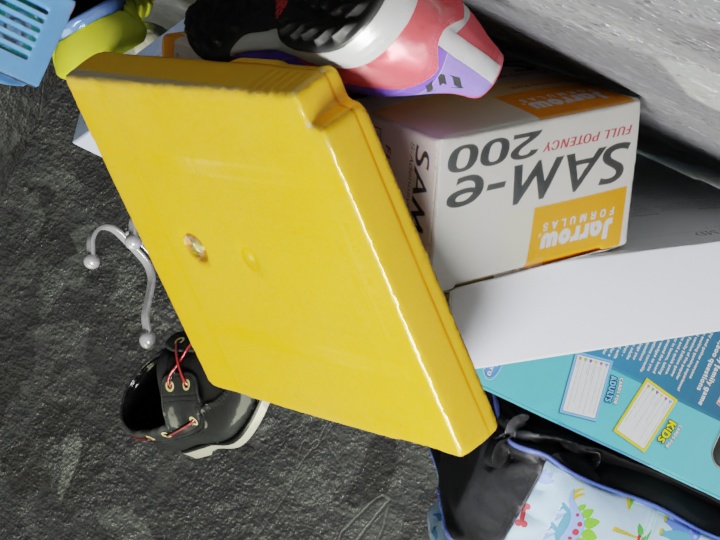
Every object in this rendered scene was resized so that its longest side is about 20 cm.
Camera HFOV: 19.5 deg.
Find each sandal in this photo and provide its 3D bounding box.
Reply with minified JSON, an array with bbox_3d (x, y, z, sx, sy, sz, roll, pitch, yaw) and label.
[{"bbox_3d":[-0.183,-0.187,1.363,0.087,0.079,0.200,64,176,-16],"label":"sandal"}]

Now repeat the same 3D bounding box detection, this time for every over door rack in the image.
[{"bbox_3d":[-0.078,0.029,1.390,0.200,0.067,0.147,37,153,-21],"label":"over door rack"}]

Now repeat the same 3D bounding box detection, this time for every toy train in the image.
[{"bbox_3d":[-0.245,-0.185,1.247,0.199,0.115,0.087,24,179,42],"label":"toy train"}]

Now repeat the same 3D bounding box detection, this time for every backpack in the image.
[{"bbox_3d":[0.144,0.161,1.342,0.199,0.148,0.183,22,-164,-11],"label":"backpack"}]

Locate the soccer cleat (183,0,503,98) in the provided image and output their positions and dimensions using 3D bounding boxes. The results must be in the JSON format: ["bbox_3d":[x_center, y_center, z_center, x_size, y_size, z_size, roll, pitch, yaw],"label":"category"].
[{"bbox_3d":[-0.014,-0.104,0.901,0.073,0.069,0.200,31,174,-28],"label":"soccer cleat"}]

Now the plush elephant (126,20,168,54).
[{"bbox_3d":[-0.052,-0.071,1.405,0.199,0.166,0.155,-3,-156,-20],"label":"plush elephant"}]

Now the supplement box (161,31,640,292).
[{"bbox_3d":[0.014,-0.062,0.966,0.126,0.074,0.200,-14,-153,-39],"label":"supplement box"}]

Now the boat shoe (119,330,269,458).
[{"bbox_3d":[-0.101,0.074,1.337,0.063,0.074,0.201,21,157,-18],"label":"boat shoe"}]

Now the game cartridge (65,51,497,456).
[{"bbox_3d":[-0.037,-0.012,0.922,0.199,0.032,0.177,10,130,52],"label":"game cartridge"}]

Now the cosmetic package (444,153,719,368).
[{"bbox_3d":[0.093,-0.008,1.017,0.199,0.052,0.151,-7,-162,-25],"label":"cosmetic package"}]

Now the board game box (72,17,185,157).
[{"bbox_3d":[-0.037,-0.081,1.230,0.199,0.041,0.199,25,152,-25],"label":"board game box"}]

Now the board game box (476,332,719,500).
[{"bbox_3d":[0.166,0.031,1.227,0.199,0.152,0.047,26,180,-18],"label":"board game box"}]
